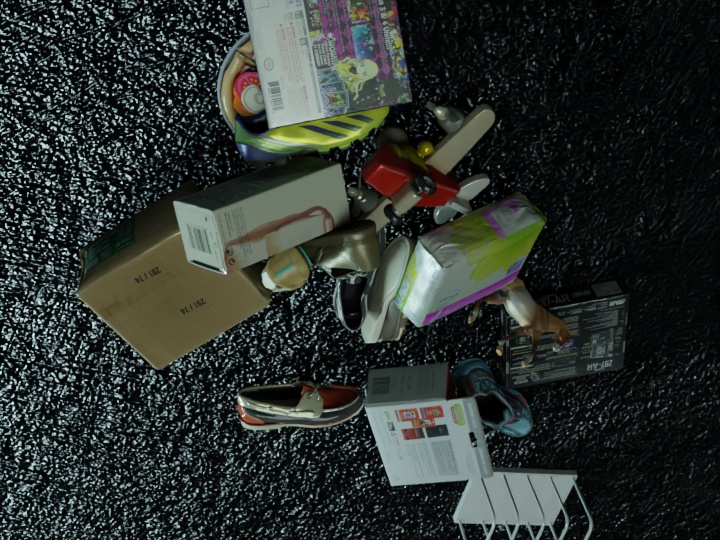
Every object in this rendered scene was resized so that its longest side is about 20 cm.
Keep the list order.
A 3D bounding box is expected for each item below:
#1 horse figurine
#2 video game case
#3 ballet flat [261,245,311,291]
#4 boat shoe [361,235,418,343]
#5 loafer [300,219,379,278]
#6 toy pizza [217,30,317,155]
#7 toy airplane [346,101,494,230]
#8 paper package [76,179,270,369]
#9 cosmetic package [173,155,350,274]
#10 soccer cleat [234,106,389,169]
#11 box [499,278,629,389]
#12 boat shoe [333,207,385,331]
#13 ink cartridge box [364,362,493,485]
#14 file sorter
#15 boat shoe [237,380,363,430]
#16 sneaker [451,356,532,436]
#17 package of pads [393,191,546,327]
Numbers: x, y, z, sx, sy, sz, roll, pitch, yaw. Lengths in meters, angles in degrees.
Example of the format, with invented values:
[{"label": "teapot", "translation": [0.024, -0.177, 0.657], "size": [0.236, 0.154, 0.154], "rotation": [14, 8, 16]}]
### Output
[{"label": "horse figurine", "translation": [0.222, 0.058, 1.621], "size": [0.200, 0.132, 0.050], "rotation": [46, 143, 8]}, {"label": "video game case", "translation": [-0.042, -0.285, 1.308], "size": [0.180, 0.036, 0.201], "rotation": [-12, 105, -3]}, {"label": "ballet flat", "translation": [-0.108, -0.001, 1.478], "size": [0.063, 0.200, 0.069], "rotation": [-36, 89, -8]}, {"label": "boat shoe", "translation": [0.057, 0.029, 1.602], "size": [0.059, 0.072, 0.200], "rotation": [3, 131, -22]}, {"label": "loafer", "translation": [-0.035, -0.024, 1.468], "size": [0.076, 0.200, 0.068], "rotation": [-19, 96, -22]}, {"label": "toy pizza", "translation": [-0.083, -0.229, 1.392], "size": [0.199, 0.032, 0.201], "rotation": [-6, 129, -8]}, {"label": "toy airplane", "translation": [0.077, -0.134, 1.451], "size": [0.199, 0.141, 0.199], "rotation": [-28, 160, -16]}, {"label": "paper package", "translation": [-0.255, 0.008, 1.494], "size": [0.200, 0.104, 0.191], "rotation": [-30, 126, 12]}, {"label": "cosmetic package", "translation": [-0.123, -0.074, 1.394], "size": [0.200, 0.103, 0.088], "rotation": [-24, 114, -32]}, {"label": "soccer cleat", "translation": [-0.062, -0.190, 1.367], "size": [0.199, 0.065, 0.084], "rotation": [-17, 122, 1]}, {"label": "box", "translation": [0.322, 0.103, 1.733], "size": [0.199, 0.044, 0.161], "rotation": [-11, 129, -4]}, {"label": "boat shoe", "translation": [0.000, 0.000, 1.569], "size": [0.072, 0.063, 0.201], "rotation": [2, 126, -11]}, {"label": "ink cartridge box", "translation": [0.115, 0.248, 1.750], "size": [0.175, 0.084, 0.200], "rotation": [-6, 130, 12]}, {"label": "file sorter", "translation": [0.290, 0.444, 1.941], "size": [0.199, 0.125, 0.139], "rotation": [6, 125, -16]}, {"label": "boat shoe", "translation": [-0.094, 0.204, 1.707], "size": [0.199, 0.071, 0.063], "rotation": [-6, 126, -3]}, {"label": "sneaker", "translation": [0.218, 0.230, 1.775], "size": [0.079, 0.096, 0.200], "rotation": [-38, 126, 17]}, {"label": "package of pads", "translation": [0.154, -0.016, 1.519], "size": [0.200, 0.068, 0.155], "rotation": [-25, 153, -29]}]
